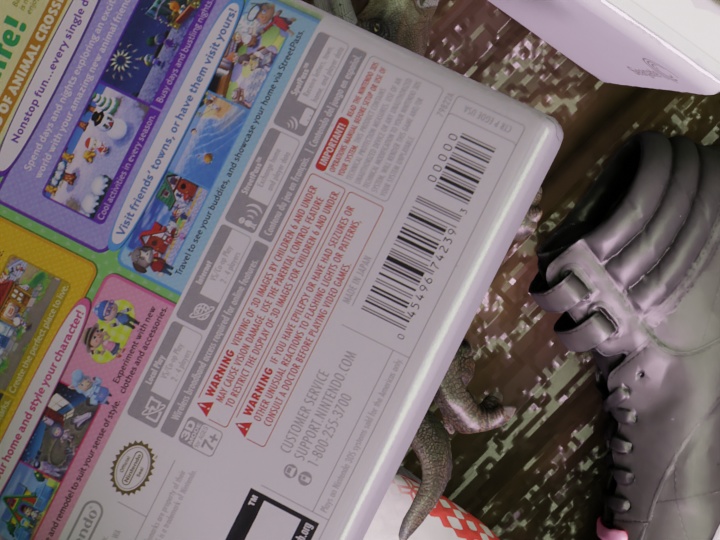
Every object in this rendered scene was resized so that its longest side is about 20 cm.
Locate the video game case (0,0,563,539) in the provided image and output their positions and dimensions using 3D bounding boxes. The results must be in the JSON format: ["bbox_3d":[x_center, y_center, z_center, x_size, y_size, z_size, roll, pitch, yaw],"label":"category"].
[{"bbox_3d":[-0.064,0.008,0.737,0.182,0.022,0.200,26,88,14],"label":"video game case"}]

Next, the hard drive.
[{"bbox_3d":[0.019,-0.121,0.766,0.200,0.132,0.027,33,90,-12],"label":"hard drive"}]

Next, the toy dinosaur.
[{"bbox_3d":[0.000,0.000,0.788,0.102,0.077,0.200,25,56,-21],"label":"toy dinosaur"}]

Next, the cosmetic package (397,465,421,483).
[{"bbox_3d":[-0.051,0.080,0.812,0.200,0.071,0.101,37,90,-12],"label":"cosmetic package"}]

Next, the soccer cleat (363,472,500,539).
[{"bbox_3d":[0.044,0.139,0.757,0.069,0.085,0.200,-38,104,-4],"label":"soccer cleat"}]

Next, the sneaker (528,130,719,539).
[{"bbox_3d":[0.090,0.044,0.837,0.099,0.071,0.200,23,89,-8],"label":"sneaker"}]
